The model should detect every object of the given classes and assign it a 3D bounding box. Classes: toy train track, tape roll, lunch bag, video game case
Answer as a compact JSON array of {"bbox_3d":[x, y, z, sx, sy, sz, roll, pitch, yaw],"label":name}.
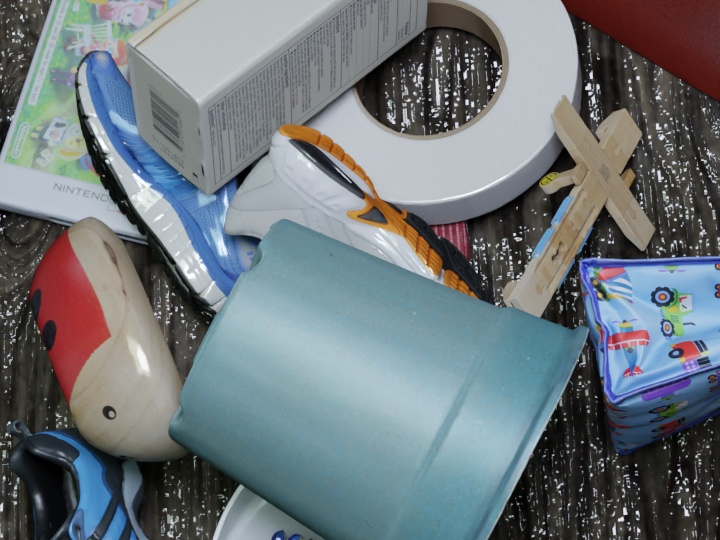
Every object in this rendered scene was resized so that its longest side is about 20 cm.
[{"bbox_3d":[0.130,-0.033,1.497,0.032,0.115,0.200,-18,28,40],"label":"toy train track"},{"bbox_3d":[0.049,-0.127,1.567,0.202,0.037,0.204,-4,65,9],"label":"tape roll"},{"bbox_3d":[0.242,0.036,1.440,0.199,0.151,0.095,-12,72,5],"label":"lunch bag"},{"bbox_3d":[-0.143,-0.118,1.612,0.181,0.022,0.201,13,75,12],"label":"video game case"}]

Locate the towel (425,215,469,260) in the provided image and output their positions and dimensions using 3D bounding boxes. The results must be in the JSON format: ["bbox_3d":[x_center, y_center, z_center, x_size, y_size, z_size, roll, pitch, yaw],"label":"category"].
[{"bbox_3d":[0.002,0.045,1.541,0.143,0.023,0.201,-3,72,9],"label":"towel"}]

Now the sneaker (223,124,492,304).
[{"bbox_3d":[0.000,0.000,1.499,0.200,0.076,0.092,42,109,-5],"label":"sneaker"}]

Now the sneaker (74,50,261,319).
[{"bbox_3d":[-0.120,-0.067,1.551,0.089,0.079,0.200,-33,78,-13],"label":"sneaker"}]

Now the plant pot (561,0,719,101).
[{"bbox_3d":[0.217,-0.262,1.522,0.199,0.176,0.200,32,80,17],"label":"plant pot"}]

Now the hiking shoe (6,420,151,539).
[{"bbox_3d":[-0.166,0.189,1.477,0.074,0.087,0.201,-43,61,31],"label":"hiking shoe"}]

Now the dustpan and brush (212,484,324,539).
[{"bbox_3d":[-0.027,0.138,1.485,0.139,0.057,0.201,3,99,-3],"label":"dustpan and brush"}]

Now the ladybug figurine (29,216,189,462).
[{"bbox_3d":[-0.163,0.047,1.494,0.072,0.136,0.200,-22,40,-6],"label":"ladybug figurine"}]

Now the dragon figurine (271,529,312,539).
[{"bbox_3d":[-0.017,0.252,1.443,0.099,0.059,0.201,0,103,-2],"label":"dragon figurine"}]

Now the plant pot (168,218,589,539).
[{"bbox_3d":[0.004,0.078,1.383,0.195,0.200,0.201,28,79,2],"label":"plant pot"}]

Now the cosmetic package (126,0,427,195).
[{"bbox_3d":[-0.050,-0.151,1.496,0.200,0.104,0.073,-39,65,-24],"label":"cosmetic package"}]
